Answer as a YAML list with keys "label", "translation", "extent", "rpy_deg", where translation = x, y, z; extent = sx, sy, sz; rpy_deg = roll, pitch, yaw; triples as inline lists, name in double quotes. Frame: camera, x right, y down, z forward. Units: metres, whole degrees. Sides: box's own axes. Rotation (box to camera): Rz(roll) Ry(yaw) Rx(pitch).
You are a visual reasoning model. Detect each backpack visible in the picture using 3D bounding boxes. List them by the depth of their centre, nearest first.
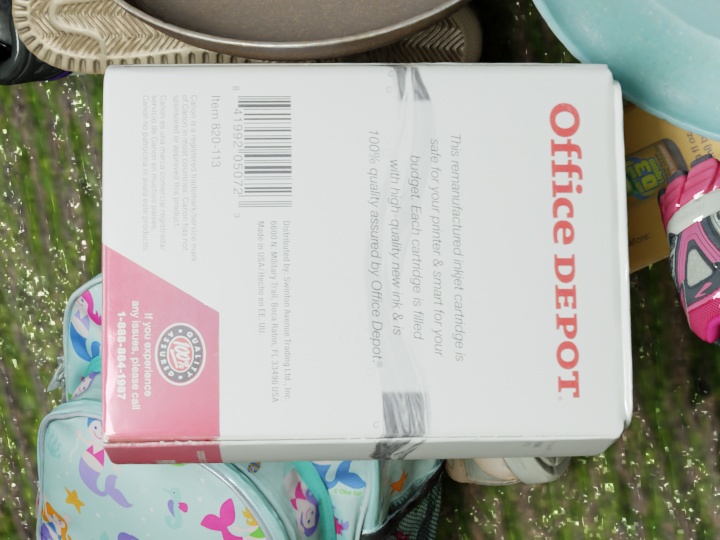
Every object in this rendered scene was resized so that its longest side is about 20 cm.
- label: "backpack"
  translation: [-0.054, 0.071, 1.017]
  extent: [0.176, 0.151, 0.201]
  rpy_deg: [25, 130, 19]

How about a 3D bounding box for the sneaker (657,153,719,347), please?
- label: "sneaker"
  translation: [0.193, 0.031, 0.930]
  extent: [0.199, 0.075, 0.080]
  rpy_deg: [28, 135, -30]

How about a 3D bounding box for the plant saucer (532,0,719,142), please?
- label: "plant saucer"
  translation: [0.154, -0.129, 0.839]
  extent: [0.198, 0.036, 0.201]
  rpy_deg: [13, 139, 12]

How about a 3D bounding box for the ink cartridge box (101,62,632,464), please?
- label: "ink cartridge box"
  translation: [0.000, 0.000, 0.892]
  extent: [0.198, 0.083, 0.148]
  rpy_deg: [0, 80, -3]

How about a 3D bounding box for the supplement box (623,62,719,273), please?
- label: "supplement box"
  translation: [0.148, -0.052, 0.957]
  extent: [0.199, 0.069, 0.067]
  rpy_deg: [-24, 93, 26]

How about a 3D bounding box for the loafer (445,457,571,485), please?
- label: "loafer"
  translation: [0.031, 0.010, 1.031]
  extent: [0.062, 0.072, 0.201]
  rpy_deg: [-15, 106, 33]

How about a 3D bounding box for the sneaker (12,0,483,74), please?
- label: "sneaker"
  translation: [-0.043, -0.121, 1.000]
  extent: [0.198, 0.109, 0.071]
  rpy_deg: [6, 111, 3]

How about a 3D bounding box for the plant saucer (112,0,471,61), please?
- label: "plant saucer"
  translation: [-0.021, -0.149, 0.931]
  extent: [0.198, 0.201, 0.032]
  rpy_deg: [12, 142, 17]

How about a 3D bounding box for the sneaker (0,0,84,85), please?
- label: "sneaker"
  translation: [-0.215, -0.140, 1.051]
  extent: [0.199, 0.100, 0.070]
  rpy_deg: [24, 115, 12]
